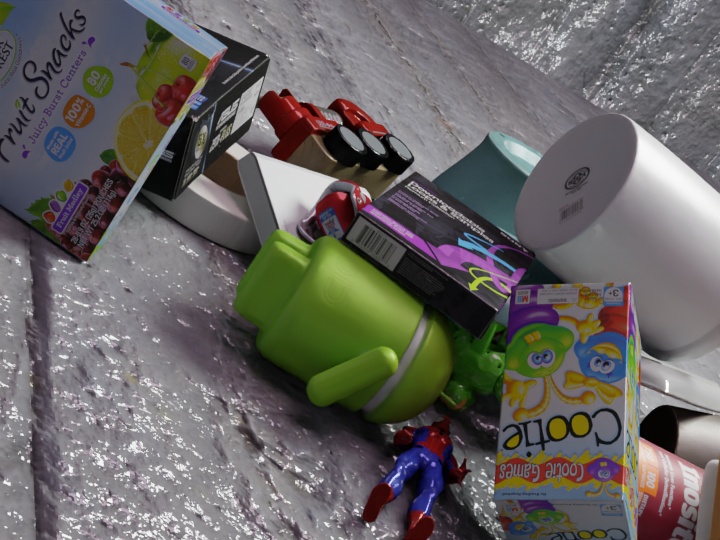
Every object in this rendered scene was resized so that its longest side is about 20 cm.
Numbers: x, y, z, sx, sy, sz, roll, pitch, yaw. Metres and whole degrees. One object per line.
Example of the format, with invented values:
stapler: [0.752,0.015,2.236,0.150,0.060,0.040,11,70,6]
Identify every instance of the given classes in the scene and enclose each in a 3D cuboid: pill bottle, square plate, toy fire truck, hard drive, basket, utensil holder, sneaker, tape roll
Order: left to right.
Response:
tape roll: [-0.150,-0.090,1.405,0.202,0.037,0.203,31,19,-12]
toy fire truck: [-0.066,-0.159,1.626,0.200,0.129,0.176,53,23,19]
hard drive: [-0.036,-0.037,1.398,0.200,0.026,0.133,14,53,-57]
sneaker: [0.000,0.000,1.317,0.112,0.071,0.201,45,23,-38]
square plate: [0.266,0.093,1.421,0.199,0.029,0.198,22,3,39]
utensil holder: [0.272,-0.033,1.380,0.200,0.170,0.170,36,16,-26]
pill bottle: [0.269,0.221,1.260,0.199,0.113,0.113,27,20,-24]
basket: [0.368,0.217,1.393,0.199,0.181,0.136,22,3,-11]

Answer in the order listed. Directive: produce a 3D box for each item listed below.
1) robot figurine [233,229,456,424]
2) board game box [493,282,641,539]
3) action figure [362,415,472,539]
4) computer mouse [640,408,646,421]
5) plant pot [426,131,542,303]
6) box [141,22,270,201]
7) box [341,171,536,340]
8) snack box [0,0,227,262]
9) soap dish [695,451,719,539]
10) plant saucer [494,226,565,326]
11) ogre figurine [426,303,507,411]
robot figurine: [-0.007,0.050,1.186,0.199,0.116,0.176,32,10,-10]
board game box: [0.172,0.121,1.159,0.103,0.104,0.201,68,25,-51]
action figure: [0.051,0.158,1.140,0.065,0.052,0.200,32,16,2]
computer mouse: [0.286,0.174,1.524,0.109,0.044,0.200,2,43,-52]
plant pot: [0.145,-0.041,1.564,0.199,0.188,0.200,32,18,-12]
box: [-0.197,-0.166,1.319,0.163,0.087,0.200,24,29,7]
box: [0.074,-0.020,1.246,0.143,0.036,0.200,35,19,5]
snack box: [-0.229,-0.138,1.120,0.168,0.200,0.068,35,18,-4]
soap dish: [0.350,0.261,1.187,0.157,0.202,0.081,22,-18,-37]
plant saucer: [0.132,-0.003,1.378,0.199,0.028,0.200,26,22,-11]
ogre figurine: [0.118,0.086,1.354,0.200,0.098,0.120,53,12,18]
